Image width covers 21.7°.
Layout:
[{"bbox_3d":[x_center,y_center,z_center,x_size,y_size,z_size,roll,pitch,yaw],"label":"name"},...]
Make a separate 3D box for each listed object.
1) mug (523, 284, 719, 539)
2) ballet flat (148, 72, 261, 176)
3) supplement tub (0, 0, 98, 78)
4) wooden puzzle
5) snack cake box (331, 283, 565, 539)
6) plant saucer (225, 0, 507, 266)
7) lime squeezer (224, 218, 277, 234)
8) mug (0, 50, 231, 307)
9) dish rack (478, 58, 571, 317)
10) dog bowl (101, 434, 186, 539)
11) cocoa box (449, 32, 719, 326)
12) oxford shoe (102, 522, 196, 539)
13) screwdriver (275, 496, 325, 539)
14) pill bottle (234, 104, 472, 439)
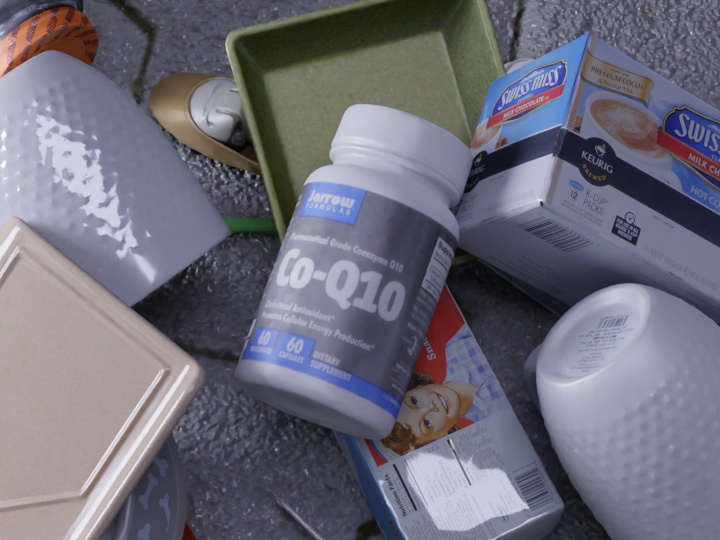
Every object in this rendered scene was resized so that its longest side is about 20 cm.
[{"bbox_3d":[0.187,0.100,1.266,0.148,0.199,0.176,-49,117,-19],"label":"mug"},{"bbox_3d":[-0.070,-0.105,1.414,0.199,0.063,0.069,28,68,8],"label":"ballet flat"},{"bbox_3d":[-0.292,-0.220,1.415,0.122,0.123,0.200,-34,72,-18],"label":"supplement tub"},{"bbox_3d":[-0.209,0.091,1.203,0.199,0.037,0.186,36,93,28],"label":"wooden puzzle"},{"bbox_3d":[0.045,0.112,1.322,0.114,0.067,0.201,-22,69,-12],"label":"snack cake box"},{"bbox_3d":[0.016,-0.092,1.356,0.198,0.048,0.202,-15,86,-16],"label":"plant saucer"},{"bbox_3d":[-0.139,-0.060,1.401,0.199,0.038,0.071,29,66,9],"label":"lime squeezer"},{"bbox_3d":[-0.216,-0.043,1.318,0.176,0.199,0.148,55,30,-3],"label":"mug"},{"bbox_3d":[0.153,-0.066,1.427,0.199,0.044,0.172,35,67,10],"label":"dish rack"},{"bbox_3d":[-0.216,0.155,1.240,0.198,0.059,0.203,-5,74,19],"label":"dog bowl"},{"bbox_3d":[0.183,-0.050,1.306,0.199,0.133,0.132,27,69,-21],"label":"cocoa box"},{"bbox_3d":[-0.158,0.186,1.281,0.072,0.071,0.202,-28,69,11],"label":"oxford shoe"},{"bbox_3d":[0.014,0.223,1.285,0.200,0.029,0.028,45,69,9],"label":"screwdriver"},{"bbox_3d":[0.000,0.000,1.255,0.113,0.114,0.202,19,78,4],"label":"pill bottle"}]
